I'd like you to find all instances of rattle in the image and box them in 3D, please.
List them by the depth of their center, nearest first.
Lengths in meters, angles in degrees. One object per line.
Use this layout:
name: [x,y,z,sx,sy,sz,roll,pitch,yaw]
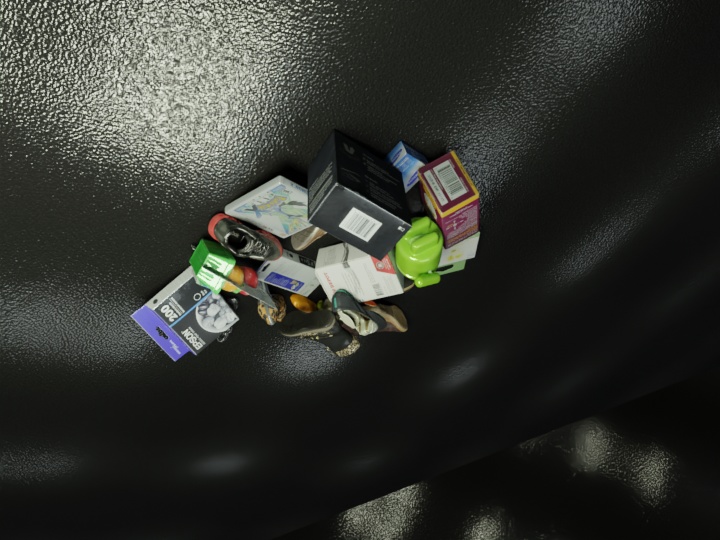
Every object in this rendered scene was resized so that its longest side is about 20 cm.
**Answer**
rattle: [-0.069,0.073,1.725,0.197,0.131,0.144,-21,113,45]

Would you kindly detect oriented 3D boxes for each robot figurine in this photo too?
robot figurine: [0.141,-0.050,1.545,0.113,0.179,0.201,-25,161,-8]

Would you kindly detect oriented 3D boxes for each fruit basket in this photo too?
fruit basket: [-0.294,0.019,1.468,0.199,0.185,0.095,38,92,-32]

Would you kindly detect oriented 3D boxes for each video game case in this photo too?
video game case: [-0.175,-0.136,1.429,0.197,0.023,0.180,-20,150,39]

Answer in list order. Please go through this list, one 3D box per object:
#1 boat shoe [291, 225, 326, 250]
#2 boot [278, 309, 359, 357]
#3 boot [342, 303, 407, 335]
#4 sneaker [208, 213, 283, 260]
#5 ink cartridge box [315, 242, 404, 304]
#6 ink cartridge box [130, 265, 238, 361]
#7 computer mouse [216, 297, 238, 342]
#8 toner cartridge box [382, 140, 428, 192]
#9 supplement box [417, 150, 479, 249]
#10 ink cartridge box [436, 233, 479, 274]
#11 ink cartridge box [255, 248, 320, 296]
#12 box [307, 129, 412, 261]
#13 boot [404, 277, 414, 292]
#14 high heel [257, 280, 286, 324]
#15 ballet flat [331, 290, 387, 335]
boat shoe: [-0.089,-0.115,1.519,0.071,0.077,0.199,18,130,-43]
boot: [-0.108,0.167,1.679,0.196,0.075,0.150,-12,141,37]
boot: [0.037,0.161,1.948,0.163,0.074,0.198,-26,146,27]
sneaker: [-0.252,-0.061,1.464,0.198,0.098,0.072,26,99,-39]
ink cartridge box: [0.000,0.000,1.631,0.194,0.084,0.149,-12,131,17]
ink cartridge box: [-0.429,0.116,1.582,0.199,0.043,0.200,-39,133,-9]
computer mouse: [-0.424,0.120,1.659,0.196,0.053,0.141,2,121,-38]
toner cartridge box: [0.064,-0.204,1.508,0.094,0.044,0.200,18,128,-43]
supplement box: [0.211,-0.163,1.520,0.101,0.133,0.201,-27,155,-1]
ink cartridge box: [0.252,-0.038,1.805,0.141,0.049,0.203,-13,140,-12]
ink cartridge box: [-0.184,0.002,1.645,0.099,0.040,0.197,-41,140,25]
box: [-0.006,-0.159,1.361,0.193,0.203,0.118,27,126,-26]
boot: [0.081,-0.011,1.735,0.194,0.079,0.140,1,133,-29]
high heel: [-0.229,0.122,1.682,0.069,0.145,0.202,-19,144,0]
ballet flat: [-0.005,0.126,1.651,0.072,0.074,0.199,-36,129,21]
